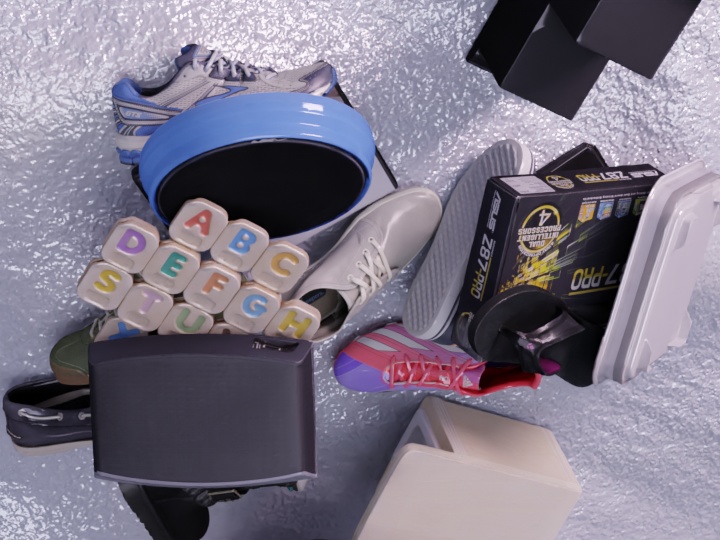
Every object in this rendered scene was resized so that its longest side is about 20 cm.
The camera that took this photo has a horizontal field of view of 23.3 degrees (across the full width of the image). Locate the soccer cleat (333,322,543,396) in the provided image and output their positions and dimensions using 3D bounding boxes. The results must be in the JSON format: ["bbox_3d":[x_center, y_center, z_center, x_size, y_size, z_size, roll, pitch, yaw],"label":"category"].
[{"bbox_3d":[0.075,0.089,1.646,0.198,0.077,0.067,-5,121,-8],"label":"soccer cleat"}]

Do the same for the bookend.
[{"bbox_3d":[0.191,-0.201,1.426,0.091,0.200,0.200,22,113,-21],"label":"bookend"}]

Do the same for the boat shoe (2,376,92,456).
[{"bbox_3d":[-0.234,0.118,1.608,0.198,0.073,0.063,-13,125,3],"label":"boat shoe"}]

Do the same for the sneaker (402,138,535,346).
[{"bbox_3d":[0.115,-0.022,1.589,0.079,0.078,0.201,18,109,-35],"label":"sneaker"}]

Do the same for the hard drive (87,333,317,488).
[{"bbox_3d":[-0.138,0.124,1.504,0.198,0.042,0.136,0,99,5],"label":"hard drive"}]

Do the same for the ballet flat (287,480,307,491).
[{"bbox_3d":[-0.084,0.126,1.651,0.069,0.070,0.201,-27,120,6],"label":"ballet flat"}]

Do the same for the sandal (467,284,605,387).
[{"bbox_3d":[0.171,0.063,1.531,0.200,0.048,0.076,17,106,-46],"label":"sandal"}]

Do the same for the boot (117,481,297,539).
[{"bbox_3d":[-0.130,0.193,1.624,0.156,0.080,0.211,-19,157,0],"label":"boot"}]

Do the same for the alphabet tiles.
[{"bbox_3d":[-0.139,0.030,1.500,0.199,0.015,0.196,27,124,-18],"label":"alphabet tiles"}]

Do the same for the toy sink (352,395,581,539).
[{"bbox_3d":[0.090,0.210,1.700,0.198,0.112,0.131,15,116,-24],"label":"toy sink"}]

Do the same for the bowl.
[{"bbox_3d":[-0.084,-0.081,1.455,0.198,0.040,0.201,-7,156,-3],"label":"bowl"}]

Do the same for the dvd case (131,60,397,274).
[{"bbox_3d":[-0.084,-0.081,1.551,0.199,0.018,0.143,-29,122,7],"label":"dvd case"}]

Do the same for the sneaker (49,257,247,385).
[{"bbox_3d":[-0.194,0.032,1.561,0.198,0.067,0.090,-15,124,6],"label":"sneaker"}]

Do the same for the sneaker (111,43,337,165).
[{"bbox_3d":[-0.119,-0.151,1.465,0.198,0.077,0.086,-16,100,3],"label":"sneaker"}]

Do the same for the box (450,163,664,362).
[{"bbox_3d":[0.182,-0.010,1.564,0.199,0.049,0.163,-6,121,-37],"label":"box"}]

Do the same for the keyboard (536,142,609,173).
[{"bbox_3d":[0.208,-0.017,1.643,0.127,0.021,0.201,-34,119,3],"label":"keyboard"}]

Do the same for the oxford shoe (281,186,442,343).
[{"bbox_3d":[0.000,0.000,1.566,0.199,0.058,0.076,-38,121,-14],"label":"oxford shoe"}]

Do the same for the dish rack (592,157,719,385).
[{"bbox_3d":[0.278,0.006,1.579,0.043,0.171,0.202,22,111,23],"label":"dish rack"}]
